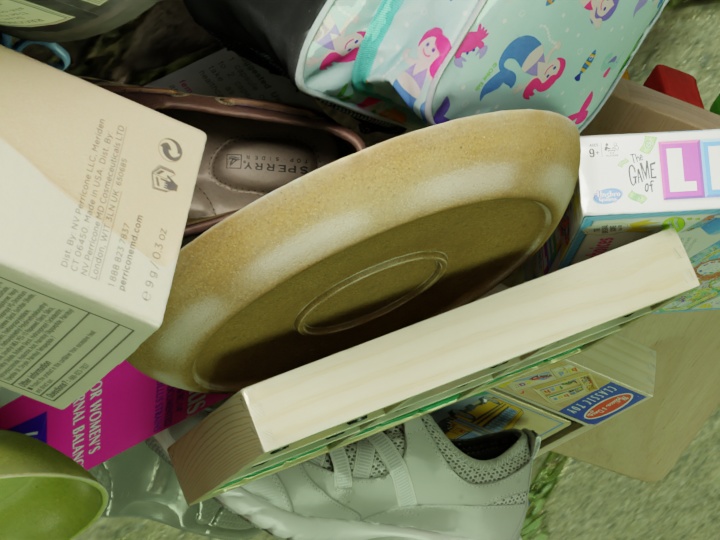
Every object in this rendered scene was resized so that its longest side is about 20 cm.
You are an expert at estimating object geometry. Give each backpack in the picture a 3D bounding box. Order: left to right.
[{"bbox_3d":[0.042,-0.132,1.163,0.178,0.150,0.200,-58,158,5],"label":"backpack"}]

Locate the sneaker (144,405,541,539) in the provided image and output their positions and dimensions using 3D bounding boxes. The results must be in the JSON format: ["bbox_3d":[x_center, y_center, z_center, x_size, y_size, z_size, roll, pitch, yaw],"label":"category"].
[{"bbox_3d":[-0.007,0.081,1.336,0.199,0.075,0.082,17,96,-31],"label":"sneaker"}]

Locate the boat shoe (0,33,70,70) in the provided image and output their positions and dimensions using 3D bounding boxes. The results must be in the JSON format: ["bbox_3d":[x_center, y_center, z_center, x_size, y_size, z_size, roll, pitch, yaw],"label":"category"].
[{"bbox_3d":[-0.152,-0.056,1.077,0.068,0.084,0.201,-2,116,-29],"label":"boat shoe"}]

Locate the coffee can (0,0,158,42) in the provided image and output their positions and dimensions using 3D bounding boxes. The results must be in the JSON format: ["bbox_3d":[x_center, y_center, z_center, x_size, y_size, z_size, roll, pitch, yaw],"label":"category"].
[{"bbox_3d":[-0.146,-0.161,0.897,0.147,0.147,0.200,-49,150,16],"label":"coffee can"}]

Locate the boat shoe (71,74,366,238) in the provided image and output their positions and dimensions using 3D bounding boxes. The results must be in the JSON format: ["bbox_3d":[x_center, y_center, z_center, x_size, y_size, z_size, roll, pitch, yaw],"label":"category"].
[{"bbox_3d":[-0.094,-0.041,1.135,0.198,0.073,0.072,2,178,-12],"label":"boat shoe"}]

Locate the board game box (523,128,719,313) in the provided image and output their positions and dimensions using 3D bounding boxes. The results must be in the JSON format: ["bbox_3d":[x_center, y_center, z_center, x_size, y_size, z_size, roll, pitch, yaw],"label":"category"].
[{"bbox_3d":[0.147,-0.019,1.272,0.133,0.034,0.200,-4,167,-4],"label":"board game box"}]

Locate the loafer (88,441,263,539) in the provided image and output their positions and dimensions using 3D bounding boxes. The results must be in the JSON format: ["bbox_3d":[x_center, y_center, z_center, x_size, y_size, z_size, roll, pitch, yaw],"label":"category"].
[{"bbox_3d":[-0.119,0.075,1.343,0.200,0.063,0.072,27,83,-44],"label":"loafer"}]

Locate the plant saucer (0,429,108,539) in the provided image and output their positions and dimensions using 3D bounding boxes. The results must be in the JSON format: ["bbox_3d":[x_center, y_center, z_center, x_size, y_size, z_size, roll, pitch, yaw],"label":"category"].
[{"bbox_3d":[-0.195,0.101,1.119,0.199,0.031,0.200,-17,164,-5],"label":"plant saucer"}]

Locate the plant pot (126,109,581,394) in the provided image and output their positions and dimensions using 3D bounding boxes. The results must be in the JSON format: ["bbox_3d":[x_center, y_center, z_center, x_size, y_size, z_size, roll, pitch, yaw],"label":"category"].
[{"bbox_3d":[0.000,0.000,1.143,0.199,0.028,0.200,-23,165,-7],"label":"plant pot"}]

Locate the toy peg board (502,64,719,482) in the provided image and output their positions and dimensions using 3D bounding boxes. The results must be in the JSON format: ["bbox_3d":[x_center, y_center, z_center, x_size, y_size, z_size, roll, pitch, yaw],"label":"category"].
[{"bbox_3d":[0.102,-0.024,1.422,0.198,0.098,0.201,19,124,-20],"label":"toy peg board"}]

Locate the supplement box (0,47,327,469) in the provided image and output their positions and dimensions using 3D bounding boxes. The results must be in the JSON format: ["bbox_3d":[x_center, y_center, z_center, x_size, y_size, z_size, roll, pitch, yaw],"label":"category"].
[{"bbox_3d":[-0.100,0.002,1.225,0.199,0.103,0.101,-29,151,-23],"label":"supplement box"}]

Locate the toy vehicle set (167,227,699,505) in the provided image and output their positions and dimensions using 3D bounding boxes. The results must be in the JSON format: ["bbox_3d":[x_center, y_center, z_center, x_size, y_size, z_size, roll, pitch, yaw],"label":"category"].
[{"bbox_3d":[0.027,0.040,1.210,0.199,0.027,0.124,-20,173,-20],"label":"toy vehicle set"}]

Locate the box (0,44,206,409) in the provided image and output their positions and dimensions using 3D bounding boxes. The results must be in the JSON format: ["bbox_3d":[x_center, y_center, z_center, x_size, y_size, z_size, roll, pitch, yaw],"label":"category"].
[{"bbox_3d":[-0.162,-0.034,0.971,0.199,0.078,0.095,24,150,-20],"label":"box"}]

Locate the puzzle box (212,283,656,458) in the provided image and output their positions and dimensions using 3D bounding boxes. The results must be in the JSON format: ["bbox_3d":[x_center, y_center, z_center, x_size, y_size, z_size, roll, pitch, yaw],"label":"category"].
[{"bbox_3d":[0.028,0.059,1.384,0.132,0.026,0.200,22,148,-25],"label":"puzzle box"}]
